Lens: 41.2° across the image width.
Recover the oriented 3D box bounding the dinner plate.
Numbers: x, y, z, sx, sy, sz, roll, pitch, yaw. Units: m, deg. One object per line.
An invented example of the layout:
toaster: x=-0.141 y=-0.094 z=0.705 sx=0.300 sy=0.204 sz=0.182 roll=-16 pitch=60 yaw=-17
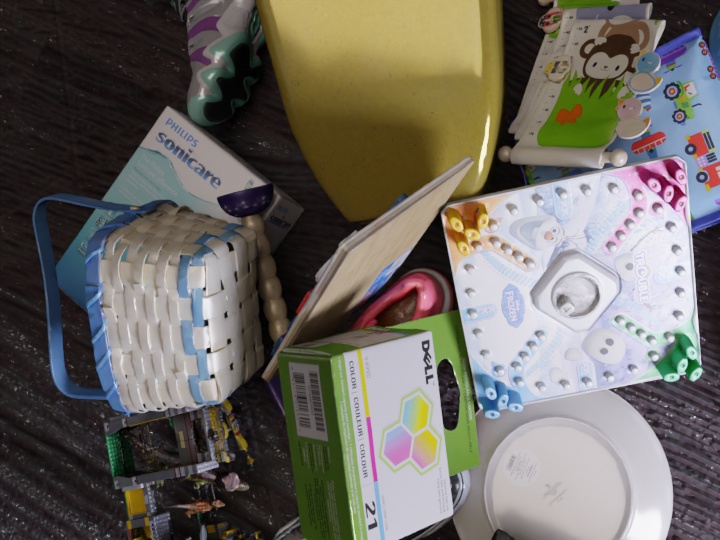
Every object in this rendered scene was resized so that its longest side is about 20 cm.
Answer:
dinner plate: x=0.174 y=0.196 z=0.847 sx=0.196 sy=0.024 sz=0.204 roll=-1 pitch=84 yaw=13

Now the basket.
basket: x=-0.181 y=0.032 z=0.794 sx=0.196 sy=0.139 sz=0.180 roll=5 pitch=110 yaw=18

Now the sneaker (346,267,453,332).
sneaker: x=0.001 y=0.074 z=0.864 sx=0.074 sy=0.087 sz=0.201 roll=40 pitch=95 yaw=14

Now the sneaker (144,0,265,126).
sneaker: x=-0.158 y=-0.241 z=0.934 sx=0.138 sy=0.078 sz=0.203 roll=17 pitch=72 yaw=18

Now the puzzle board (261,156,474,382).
puzzle board: x=0.000 y=0.000 z=0.756 sx=0.017 sy=0.201 sz=0.150 roll=46 pitch=52 yaw=9

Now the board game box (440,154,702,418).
board game box: x=0.180 y=0.021 z=0.794 sx=0.196 sy=0.026 sz=0.203 roll=-11 pitch=115 yaw=6

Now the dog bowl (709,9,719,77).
dog bowl: x=0.393 y=-0.212 z=0.798 sx=0.197 sy=0.050 sz=0.113 roll=-24 pitch=82 yaw=-3

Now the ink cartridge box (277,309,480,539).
ink cartridge box: x=0.042 y=0.117 z=0.763 sx=0.075 sy=0.198 sz=0.151 roll=-2 pitch=97 yaw=52

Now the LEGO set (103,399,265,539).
LEGO set: x=-0.134 y=0.190 z=0.851 sx=0.114 sy=0.153 sz=0.204 roll=-16 pitch=74 yaw=28

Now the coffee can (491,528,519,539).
coffee can: x=0.177 y=0.315 z=0.765 sx=0.197 sy=0.146 sz=0.149 roll=20 pitch=89 yaw=10

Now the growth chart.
growth chart: x=0.192 y=-0.169 z=0.814 sx=0.143 sy=0.018 sz=0.203 roll=-2 pitch=61 yaw=43

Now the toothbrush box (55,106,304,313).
toothbrush box: x=-0.173 y=-0.027 z=0.913 sx=0.146 sy=0.085 sz=0.201 roll=36 pitch=94 yaw=13

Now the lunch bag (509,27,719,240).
lunch bag: x=0.225 y=-0.091 z=0.834 sx=0.197 sy=0.094 sz=0.153 roll=-21 pitch=83 yaw=20

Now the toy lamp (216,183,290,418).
toy lamp: x=-0.075 y=0.028 z=0.838 sx=0.057 sy=0.058 sz=0.204 roll=-11 pitch=96 yaw=11

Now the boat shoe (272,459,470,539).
boat shoe: x=0.004 y=0.219 z=0.857 sx=0.196 sy=0.068 sz=0.075 roll=-21 pitch=78 yaw=12

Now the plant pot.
plant pot: x=0.037 y=-0.150 z=0.828 sx=0.190 sy=0.195 sz=0.204 roll=-9 pitch=94 yaw=12
